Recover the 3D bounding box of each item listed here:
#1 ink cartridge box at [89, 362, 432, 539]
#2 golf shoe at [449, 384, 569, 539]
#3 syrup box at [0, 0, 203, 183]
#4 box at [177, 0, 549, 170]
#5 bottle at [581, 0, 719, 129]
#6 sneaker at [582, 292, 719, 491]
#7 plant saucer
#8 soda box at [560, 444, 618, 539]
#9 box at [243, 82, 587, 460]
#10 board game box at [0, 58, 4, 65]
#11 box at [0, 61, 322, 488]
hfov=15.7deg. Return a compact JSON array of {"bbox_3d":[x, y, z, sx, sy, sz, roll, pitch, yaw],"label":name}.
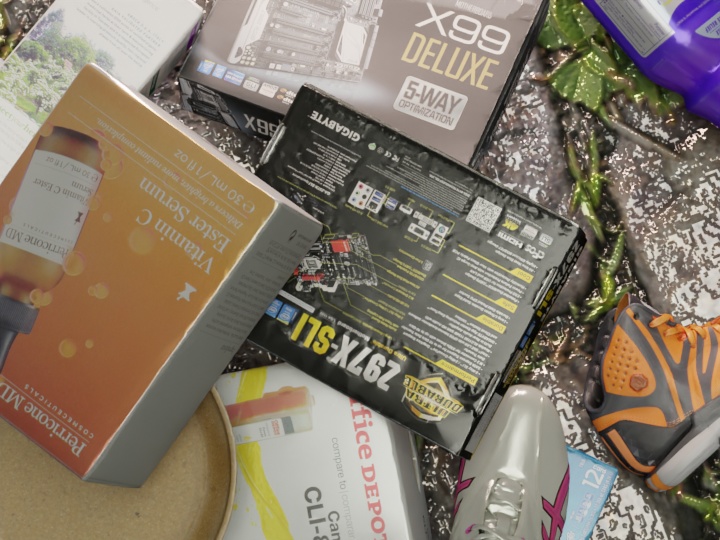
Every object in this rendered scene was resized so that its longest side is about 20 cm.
[{"bbox_3d":[-0.065,0.136,1.663,0.200,0.083,0.145,-11,83,7],"label":"ink cartridge box"},{"bbox_3d":[0.090,0.168,1.622,0.073,0.092,0.200,12,82,-1],"label":"golf shoe"},{"bbox_3d":[-0.191,-0.107,1.656,0.079,0.081,0.200,38,78,0],"label":"syrup box"},{"bbox_3d":[0.004,-0.145,1.696,0.200,0.050,0.158,21,67,10],"label":"box"},{"bbox_3d":[0.211,-0.166,1.738,0.084,0.065,0.200,-37,87,-37],"label":"bottle"},{"bbox_3d":[0.229,0.041,1.716,0.200,0.078,0.112,-44,89,-7],"label":"sneaker"},{"bbox_3d":[-0.169,0.125,1.620,0.200,0.035,0.200,-1,85,12],"label":"plant saucer"},{"bbox_3d":[0.094,0.207,1.695,0.068,0.064,0.200,25,82,-1],"label":"soda box"},{"bbox_3d":[0.015,0.000,1.601,0.200,0.049,0.160,28,90,12],"label":"box"},{"bbox_3d":[-0.211,-0.020,1.708,0.200,0.045,0.134,44,83,1],"label":"board game box"},{"bbox_3d":[-0.147,0.006,1.553,0.152,0.106,0.200,35,91,14],"label":"box"}]
